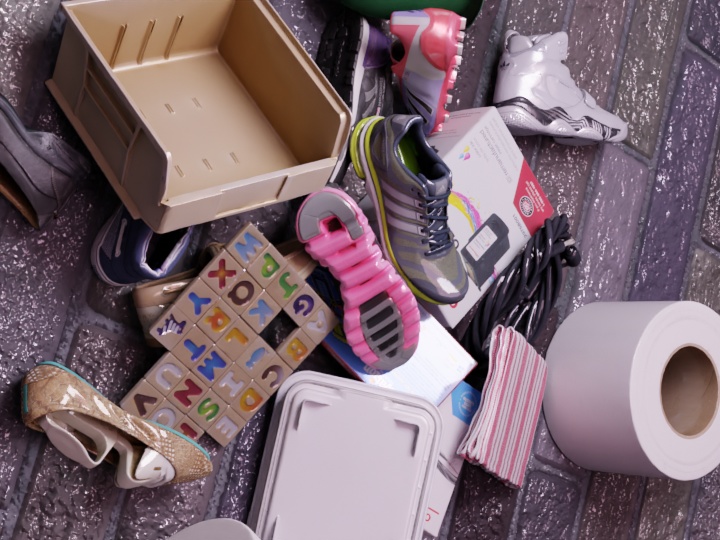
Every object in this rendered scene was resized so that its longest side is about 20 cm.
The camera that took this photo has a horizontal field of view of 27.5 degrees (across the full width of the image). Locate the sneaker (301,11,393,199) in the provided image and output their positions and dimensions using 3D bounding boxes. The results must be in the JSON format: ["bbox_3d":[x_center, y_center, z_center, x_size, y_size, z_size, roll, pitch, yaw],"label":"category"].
[{"bbox_3d":[-0.003,-0.154,1.486,0.087,0.075,0.202,26,72,-41],"label":"sneaker"}]

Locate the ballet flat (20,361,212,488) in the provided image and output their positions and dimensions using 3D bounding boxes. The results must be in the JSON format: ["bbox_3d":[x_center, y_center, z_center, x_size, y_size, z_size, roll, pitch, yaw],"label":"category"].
[{"bbox_3d":[-0.219,0.155,1.300,0.199,0.070,0.066,32,43,-25],"label":"ballet flat"}]

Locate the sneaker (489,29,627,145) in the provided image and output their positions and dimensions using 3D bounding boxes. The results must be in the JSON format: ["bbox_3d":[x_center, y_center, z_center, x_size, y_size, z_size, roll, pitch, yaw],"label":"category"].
[{"bbox_3d":[0.230,-0.206,1.669,0.199,0.075,0.116,5,88,-35],"label":"sneaker"}]

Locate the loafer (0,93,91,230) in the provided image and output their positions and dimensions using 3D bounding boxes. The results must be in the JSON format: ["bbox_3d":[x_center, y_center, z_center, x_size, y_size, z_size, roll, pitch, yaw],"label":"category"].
[{"bbox_3d":[-0.319,-0.109,1.233,0.200,0.073,0.073,36,72,-31],"label":"loafer"}]

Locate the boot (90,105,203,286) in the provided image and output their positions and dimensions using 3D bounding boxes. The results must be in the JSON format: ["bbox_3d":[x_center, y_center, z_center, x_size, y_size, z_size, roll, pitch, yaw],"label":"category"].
[{"bbox_3d":[-0.167,-0.074,1.338,0.073,0.090,0.201,35,68,-32],"label":"boot"}]

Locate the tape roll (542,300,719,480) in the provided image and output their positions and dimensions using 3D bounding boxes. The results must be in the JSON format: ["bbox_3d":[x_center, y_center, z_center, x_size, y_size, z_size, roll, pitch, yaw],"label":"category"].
[{"bbox_3d":[0.326,0.136,1.696,0.202,0.139,0.205,1,88,-38],"label":"tape roll"}]

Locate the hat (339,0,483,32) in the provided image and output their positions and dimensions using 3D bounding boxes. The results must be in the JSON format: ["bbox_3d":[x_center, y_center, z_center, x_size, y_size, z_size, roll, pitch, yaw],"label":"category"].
[{"bbox_3d":[-0.006,-0.277,1.435,0.176,0.199,0.167,-34,125,-34],"label":"hat"}]

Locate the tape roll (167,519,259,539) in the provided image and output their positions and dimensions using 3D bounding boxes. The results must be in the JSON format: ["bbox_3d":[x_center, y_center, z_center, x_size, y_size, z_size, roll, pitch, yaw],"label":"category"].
[{"bbox_3d":[-0.127,0.339,1.278,0.139,0.202,0.203,50,60,-27],"label":"tape roll"}]

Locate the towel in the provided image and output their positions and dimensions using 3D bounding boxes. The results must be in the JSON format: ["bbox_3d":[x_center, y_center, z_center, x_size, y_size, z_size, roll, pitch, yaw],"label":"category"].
[{"bbox_3d":[0.157,0.149,1.580,0.200,0.030,0.147,41,63,-65],"label":"towel"}]

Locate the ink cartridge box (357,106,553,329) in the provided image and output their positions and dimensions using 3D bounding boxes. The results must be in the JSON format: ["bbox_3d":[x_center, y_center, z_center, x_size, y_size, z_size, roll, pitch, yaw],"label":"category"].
[{"bbox_3d":[0.093,-0.053,1.551,0.200,0.083,0.146,-47,116,-30],"label":"ink cartridge box"}]

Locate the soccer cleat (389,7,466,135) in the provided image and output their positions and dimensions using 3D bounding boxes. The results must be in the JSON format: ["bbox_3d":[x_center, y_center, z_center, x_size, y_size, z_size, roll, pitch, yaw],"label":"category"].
[{"bbox_3d":[0.061,-0.203,1.494,0.076,0.200,0.067,11,68,1],"label":"soccer cleat"}]

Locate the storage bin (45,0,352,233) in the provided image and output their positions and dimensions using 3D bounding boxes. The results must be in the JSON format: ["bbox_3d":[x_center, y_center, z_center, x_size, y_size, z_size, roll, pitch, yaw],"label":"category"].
[{"bbox_3d":[-0.142,-0.149,1.299,0.199,0.094,0.199,-17,61,-38],"label":"storage bin"}]

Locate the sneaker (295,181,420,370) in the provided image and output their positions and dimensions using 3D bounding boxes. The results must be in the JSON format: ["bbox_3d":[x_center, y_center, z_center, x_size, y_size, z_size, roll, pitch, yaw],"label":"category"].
[{"bbox_3d":[0.000,0.000,1.427,0.078,0.095,0.201,-23,109,3],"label":"sneaker"}]

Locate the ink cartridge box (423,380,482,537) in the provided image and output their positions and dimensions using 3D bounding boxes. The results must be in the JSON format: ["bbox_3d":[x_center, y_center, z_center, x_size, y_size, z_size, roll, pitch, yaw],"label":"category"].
[{"bbox_3d":[0.041,0.195,1.510,0.116,0.068,0.201,33,69,-33],"label":"ink cartridge box"}]

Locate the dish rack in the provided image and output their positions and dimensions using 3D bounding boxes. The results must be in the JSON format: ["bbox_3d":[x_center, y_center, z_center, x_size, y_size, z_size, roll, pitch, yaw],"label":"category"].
[{"bbox_3d":[-0.015,0.207,1.416,0.170,0.044,0.202,13,85,-1],"label":"dish rack"}]

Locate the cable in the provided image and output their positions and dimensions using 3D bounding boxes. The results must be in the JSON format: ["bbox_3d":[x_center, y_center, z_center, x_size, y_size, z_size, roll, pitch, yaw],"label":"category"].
[{"bbox_3d":[0.174,0.034,1.586,0.200,0.051,0.163,-50,162,-15],"label":"cable"}]

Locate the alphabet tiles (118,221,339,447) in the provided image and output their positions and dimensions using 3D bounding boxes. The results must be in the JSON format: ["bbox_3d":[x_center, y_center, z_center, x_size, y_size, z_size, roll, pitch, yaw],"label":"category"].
[{"bbox_3d":[-0.126,0.075,1.359,0.200,0.008,0.167,-48,135,-7],"label":"alphabet tiles"}]

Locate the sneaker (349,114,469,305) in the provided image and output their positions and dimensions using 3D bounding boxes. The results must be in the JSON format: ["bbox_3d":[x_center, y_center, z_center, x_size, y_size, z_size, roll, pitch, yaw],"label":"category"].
[{"bbox_3d":[0.057,-0.060,1.419,0.074,0.081,0.201,-31,99,-34],"label":"sneaker"}]

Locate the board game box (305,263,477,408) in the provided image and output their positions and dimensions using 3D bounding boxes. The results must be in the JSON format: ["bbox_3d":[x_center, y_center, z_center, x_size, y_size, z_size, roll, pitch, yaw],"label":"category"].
[{"bbox_3d":[0.014,0.057,1.468,0.200,0.019,0.103,47,69,-2],"label":"board game box"}]

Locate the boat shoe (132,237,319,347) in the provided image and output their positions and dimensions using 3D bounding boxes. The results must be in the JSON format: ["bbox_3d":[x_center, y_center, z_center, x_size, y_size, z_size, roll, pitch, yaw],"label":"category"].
[{"bbox_3d":[-0.122,0.005,1.384,0.199,0.071,0.065,-28,107,-34],"label":"boat shoe"}]
